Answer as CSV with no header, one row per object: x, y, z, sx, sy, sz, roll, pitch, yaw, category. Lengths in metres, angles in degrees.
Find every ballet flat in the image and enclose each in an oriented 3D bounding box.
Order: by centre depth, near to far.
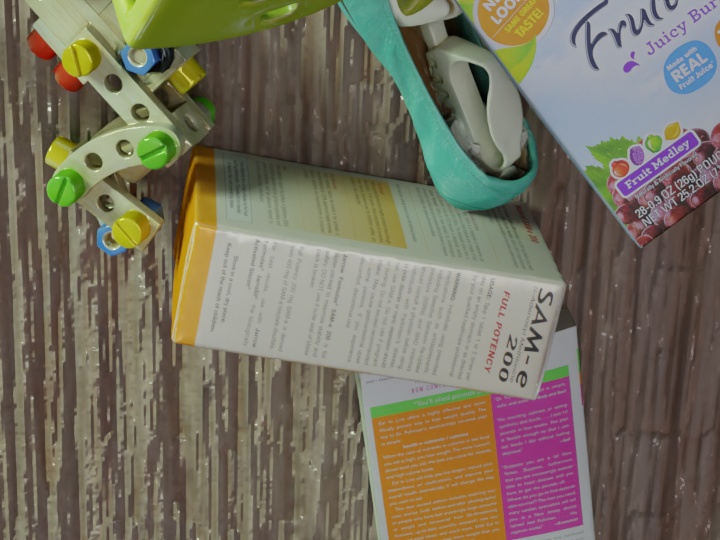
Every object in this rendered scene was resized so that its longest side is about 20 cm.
0.044,-0.123,1.017,0.070,0.067,0.201,-5,120,46,ballet flat

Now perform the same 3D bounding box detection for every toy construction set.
-0.158,-0.106,1.008,0.200,0.092,0.131,41,120,-18,toy construction set

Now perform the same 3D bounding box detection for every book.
0.072,0.127,1.149,0.133,0.048,0.201,-8,115,-3,book

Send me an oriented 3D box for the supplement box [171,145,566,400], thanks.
0.000,0.000,1.043,0.199,0.126,0.074,10,111,-8,supplement box

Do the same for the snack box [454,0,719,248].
0.168,-0.139,0.955,0.200,0.068,0.169,-36,110,8,snack box

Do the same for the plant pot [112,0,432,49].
-0.018,-0.231,0.866,0.181,0.201,0.199,-3,156,-27,plant pot
